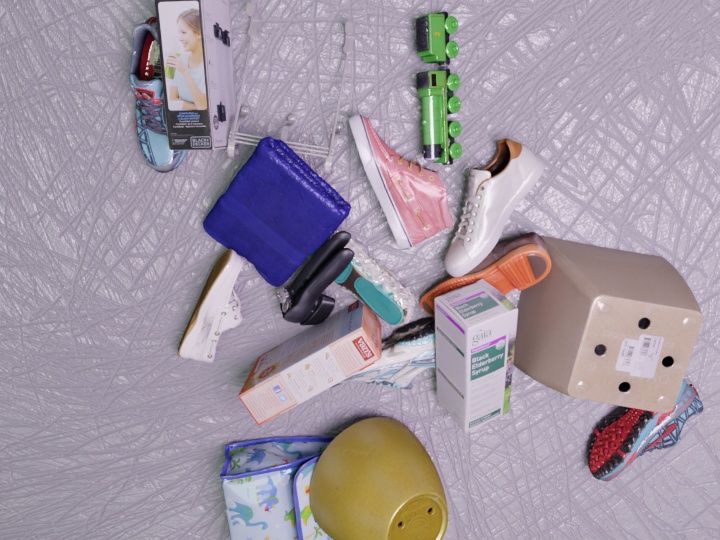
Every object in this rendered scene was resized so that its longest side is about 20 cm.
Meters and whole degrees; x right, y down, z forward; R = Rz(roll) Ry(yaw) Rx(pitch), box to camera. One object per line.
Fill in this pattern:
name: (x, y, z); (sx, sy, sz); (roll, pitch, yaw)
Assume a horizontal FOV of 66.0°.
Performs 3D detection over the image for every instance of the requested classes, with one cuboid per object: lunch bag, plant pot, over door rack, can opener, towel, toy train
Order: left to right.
towel: (-0.116, -0.076, 0.755); (0.148, 0.050, 0.200); (40, 134, -11)
lunch bag: (-0.107, 0.359, 0.871); (0.199, 0.127, 0.171); (-6, 102, -9)
over door rack: (-0.091, -0.239, 0.751); (0.147, 0.067, 0.201); (9, 93, -1)
can opener: (-0.062, 0.012, 0.777); (0.078, 0.064, 0.200); (-2, 145, -32)
plant pot: (0.044, 0.335, 0.800); (0.199, 0.142, 0.201); (-5, 100, -27)
toy train: (0.103, -0.240, 0.741); (0.056, 0.042, 0.201); (-12, 106, -31)
plant pot: (0.332, 0.081, 0.750); (0.199, 0.177, 0.201); (10, 104, 1)

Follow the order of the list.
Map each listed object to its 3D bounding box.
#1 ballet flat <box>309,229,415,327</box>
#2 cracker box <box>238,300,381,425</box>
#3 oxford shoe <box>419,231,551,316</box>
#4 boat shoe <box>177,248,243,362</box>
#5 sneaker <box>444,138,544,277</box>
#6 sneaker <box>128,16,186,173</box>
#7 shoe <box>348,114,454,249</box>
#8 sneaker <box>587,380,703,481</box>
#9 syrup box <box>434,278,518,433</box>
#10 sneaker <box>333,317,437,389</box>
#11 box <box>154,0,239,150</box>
ballet flat: (0.000, 0.000, 0.801); (0.200, 0.072, 0.072); (44, 102, 2)
cracker box: (-0.066, 0.127, 0.799); (0.199, 0.134, 0.058); (-30, 101, 10)
oxford shoe: (0.177, 0.009, 0.801); (0.199, 0.073, 0.071); (-25, 119, 26)
boat shoe: (-0.207, 0.057, 0.823); (0.069, 0.071, 0.200); (23, 120, -17)
sneaker: (0.161, -0.090, 0.763); (0.084, 0.073, 0.200); (32, 93, -23)
sneaker: (-0.280, -0.231, 0.740); (0.079, 0.096, 0.201); (3, 104, 2)
shoe: (0.059, -0.133, 0.766); (0.091, 0.072, 0.201); (-23, 107, 6)
sneaker: (0.432, 0.250, 0.831); (0.095, 0.079, 0.200); (32, 105, -10)
syrup box: (0.158, 0.121, 0.773); (0.078, 0.081, 0.201); (-19, 128, -18)
sneaker: (0.040, 0.148, 0.831); (0.199, 0.078, 0.087); (-20, 106, 7)
box: (-0.209, -0.260, 0.721); (0.060, 0.117, 0.201); (1, 105, 5)
